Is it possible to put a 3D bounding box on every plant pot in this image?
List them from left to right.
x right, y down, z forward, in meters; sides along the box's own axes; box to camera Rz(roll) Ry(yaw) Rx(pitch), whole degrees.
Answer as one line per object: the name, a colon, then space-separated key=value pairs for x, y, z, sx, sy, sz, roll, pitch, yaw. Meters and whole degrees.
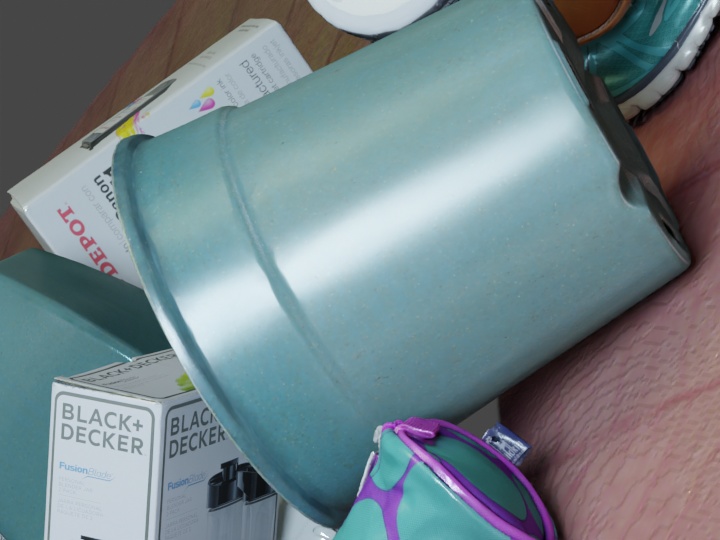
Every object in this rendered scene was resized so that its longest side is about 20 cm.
plant pot: x=-0.141 y=0.087 z=1.225 sx=0.141 sy=0.200 sz=0.141 roll=-54 pitch=-1 yaw=12
plant pot: x=0.027 y=-0.019 z=0.982 sx=0.196 sy=0.200 sz=0.200 roll=-29 pitch=23 yaw=12

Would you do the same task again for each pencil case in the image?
pencil case: x=-0.003 y=0.152 z=0.939 sx=0.200 sy=0.092 sz=0.085 roll=-52 pitch=-18 yaw=20

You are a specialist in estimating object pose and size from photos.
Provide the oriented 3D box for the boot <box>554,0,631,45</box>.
boot: x=0.082 y=-0.150 z=1.022 sx=0.200 sy=0.155 sz=0.077 roll=-17 pitch=85 yaw=44

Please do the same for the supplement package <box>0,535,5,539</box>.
supplement package: x=-0.208 y=0.164 z=1.485 sx=0.120 sy=0.121 sz=0.200 roll=-38 pitch=25 yaw=48

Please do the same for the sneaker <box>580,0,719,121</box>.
sneaker: x=0.110 y=-0.113 z=1.138 sx=0.200 sy=0.080 sz=0.078 roll=-37 pitch=25 yaw=33

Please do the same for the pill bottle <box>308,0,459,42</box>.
pill bottle: x=0.055 y=-0.164 z=1.223 sx=0.106 sy=0.106 sz=0.200 roll=-52 pitch=-26 yaw=15

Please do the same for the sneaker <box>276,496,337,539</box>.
sneaker: x=-0.008 y=0.112 z=1.106 sx=0.200 sy=0.076 sz=0.081 roll=-57 pitch=27 yaw=13

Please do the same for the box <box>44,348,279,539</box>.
box: x=-0.093 y=0.143 z=1.033 sx=0.117 sy=0.060 sz=0.201 roll=-11 pitch=-72 yaw=-61

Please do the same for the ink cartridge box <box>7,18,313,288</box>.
ink cartridge box: x=-0.099 y=-0.045 z=1.409 sx=0.200 sy=0.148 sz=0.086 roll=-38 pitch=15 yaw=-9
